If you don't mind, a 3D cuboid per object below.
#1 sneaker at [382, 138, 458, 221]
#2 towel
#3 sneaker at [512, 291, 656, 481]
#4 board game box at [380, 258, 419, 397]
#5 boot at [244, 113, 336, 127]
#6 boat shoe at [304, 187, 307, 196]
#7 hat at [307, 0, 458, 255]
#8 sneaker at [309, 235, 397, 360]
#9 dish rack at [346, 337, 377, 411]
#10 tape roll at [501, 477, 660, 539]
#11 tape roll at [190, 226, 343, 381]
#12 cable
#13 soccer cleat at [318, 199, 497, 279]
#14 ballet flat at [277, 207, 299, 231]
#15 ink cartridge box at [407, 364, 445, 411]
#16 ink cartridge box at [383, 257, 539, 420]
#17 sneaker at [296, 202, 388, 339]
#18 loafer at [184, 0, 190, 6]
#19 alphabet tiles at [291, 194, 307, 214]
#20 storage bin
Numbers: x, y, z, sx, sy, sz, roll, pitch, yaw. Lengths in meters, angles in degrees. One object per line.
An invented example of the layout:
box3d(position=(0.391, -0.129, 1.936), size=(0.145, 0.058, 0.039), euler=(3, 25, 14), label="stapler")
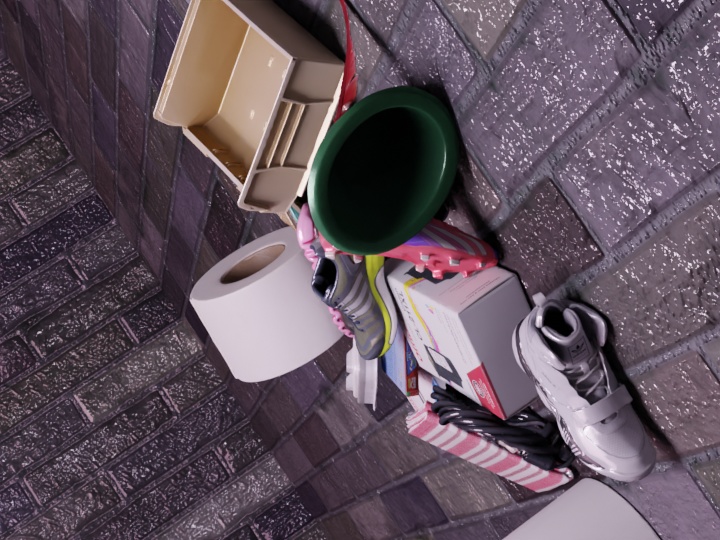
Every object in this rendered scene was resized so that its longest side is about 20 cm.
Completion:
box3d(position=(0.050, -0.075, 1.596), size=(0.088, 0.076, 0.200), euler=(49, 164, 4), label="sneaker")
box3d(position=(0.154, 0.213, 1.776), size=(0.199, 0.030, 0.146), euler=(25, 166, -1), label="towel")
box3d(position=(0.218, 0.110, 1.426), size=(0.200, 0.075, 0.115), euler=(55, 168, 21), label="sneaker")
box3d(position=(0.043, 0.040, 1.772), size=(0.103, 0.019, 0.202), euler=(-137, 42, -66), label="board game box")
box3d(position=(-0.086, -0.185, 1.754), size=(0.073, 0.090, 0.200), euler=(58, 165, -4), label="boot")
box3d(position=(-0.038, -0.108, 1.798), size=(0.200, 0.071, 0.065), euler=(43, 160, 46), label="boat shoe")
box3d(position=(-0.009, -0.136, 1.494), size=(0.166, 0.200, 0.176), euler=(48, 173, -39), label="hat")
box3d(position=(-0.014, 0.023, 1.654), size=(0.074, 0.081, 0.201), euler=(40, 150, 49), label="sneaker")
box3d(position=(0.002, 0.085, 1.921), size=(0.200, 0.043, 0.173), euler=(93, 177, -74), label="dish rack")
box3d(position=(0.261, 0.359, 1.676), size=(0.203, 0.139, 0.203), euler=(52, 165, 20), label="tape roll")
box3d(position=(-0.122, 0.046, 2.098), size=(0.140, 0.202, 0.202), euler=(61, 164, -18), label="tape roll")
box3d(position=(0.152, 0.173, 1.668), size=(0.162, 0.051, 0.200), euler=(16, -171, -14), label="cable")
box3d(position=(0.052, -0.041, 1.522), size=(0.067, 0.198, 0.077), euler=(138, 137, -66), label="soccer cleat")
box3d(position=(-0.108, -0.124, 1.980), size=(0.065, 0.070, 0.201), euler=(-23, 92, 49), label="ballet flat")
box3d(position=(0.092, 0.129, 1.877), size=(0.116, 0.068, 0.200), euler=(58, 165, -1), label="ink cartridge box")
box3d(position=(0.115, 0.059, 1.632), size=(0.200, 0.083, 0.146), euler=(28, 148, 61), label="ink cartridge box")
box3d(position=(0.000, 0.000, 1.732), size=(0.079, 0.095, 0.201), euler=(-80, -29, -51), label="sneaker")
box3d(position=(-0.186, -0.339, 1.803), size=(0.201, 0.073, 0.072), euler=(59, 169, -4), label="loafer")
box3d(position=(-0.058, -0.078, 1.862), size=(0.167, 0.008, 0.200), euler=(44, -171, -12), label="alphabet tiles")
box3d(position=(-0.130, -0.198, 1.680), size=(0.200, 0.093, 0.200), euler=(44, 122, 37), label="storage bin")
